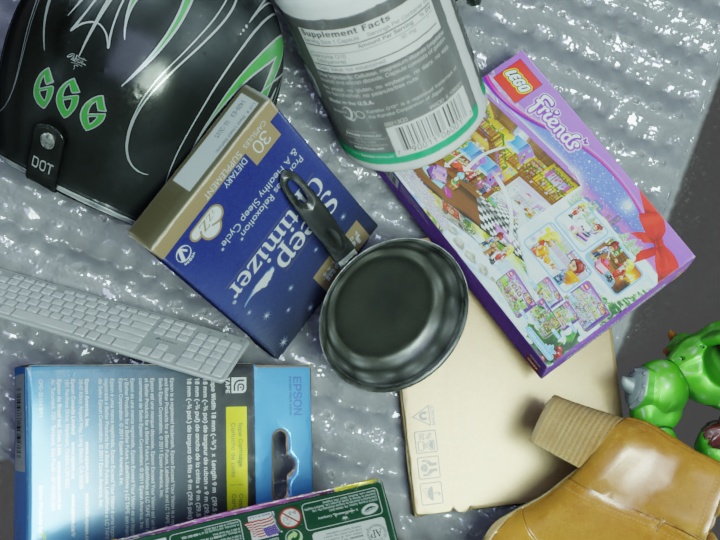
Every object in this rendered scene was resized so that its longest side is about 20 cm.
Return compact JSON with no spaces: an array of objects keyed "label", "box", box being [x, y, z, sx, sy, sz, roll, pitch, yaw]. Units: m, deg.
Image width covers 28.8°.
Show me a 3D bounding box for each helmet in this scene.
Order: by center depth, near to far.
[{"label":"helmet","box":[-0.144,-0.136,0.946,0.199,0.200,0.191,26,93,-1]}]

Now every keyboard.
[{"label":"keyboard","box":[-0.179,0.037,0.975,0.199,0.056,0.011,15,114,9]}]

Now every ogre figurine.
[{"label":"ogre figurine","box":[0.268,0.093,0.999,0.199,0.098,0.120,-26,98,5]}]

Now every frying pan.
[{"label":"frying pan","box":[-0.007,0.016,0.958,0.190,0.031,0.115,26,97,-30]}]

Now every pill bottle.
[{"label":"pill bottle","box":[0.007,-0.174,0.938,0.113,0.113,0.200,-31,131,-7]}]

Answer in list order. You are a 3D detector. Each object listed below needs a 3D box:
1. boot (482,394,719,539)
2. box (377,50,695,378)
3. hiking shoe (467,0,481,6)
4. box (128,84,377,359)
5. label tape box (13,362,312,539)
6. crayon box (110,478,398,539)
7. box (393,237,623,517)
[{"label":"boot","box":[0.160,0.197,0.952,0.144,0.071,0.202,26,102,22]},{"label":"box","box":[0.123,-0.042,1.006,0.137,0.039,0.200,-35,76,-11]},{"label":"hiking shoe","box":[0.000,-0.226,1.003,0.199,0.074,0.087,-10,91,-23]},{"label":"box","box":[-0.059,-0.020,0.944,0.032,0.200,0.121,32,81,36]},{"label":"label tape box","box":[-0.137,0.137,0.972,0.199,0.063,0.145,2,83,-22]},{"label":"crayon box","box":[-0.073,0.217,0.919,0.199,0.173,0.058,-13,56,-5]},{"label":"box","box":[0.107,0.070,1.024,0.163,0.021,0.201,-6,85,-5]}]
